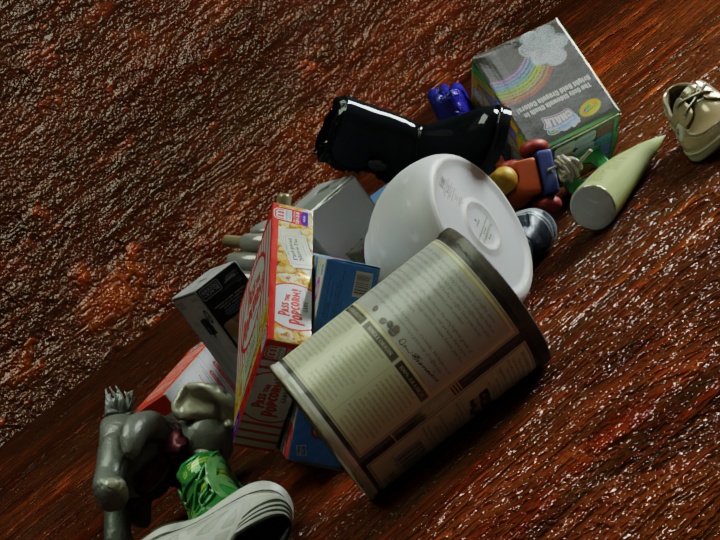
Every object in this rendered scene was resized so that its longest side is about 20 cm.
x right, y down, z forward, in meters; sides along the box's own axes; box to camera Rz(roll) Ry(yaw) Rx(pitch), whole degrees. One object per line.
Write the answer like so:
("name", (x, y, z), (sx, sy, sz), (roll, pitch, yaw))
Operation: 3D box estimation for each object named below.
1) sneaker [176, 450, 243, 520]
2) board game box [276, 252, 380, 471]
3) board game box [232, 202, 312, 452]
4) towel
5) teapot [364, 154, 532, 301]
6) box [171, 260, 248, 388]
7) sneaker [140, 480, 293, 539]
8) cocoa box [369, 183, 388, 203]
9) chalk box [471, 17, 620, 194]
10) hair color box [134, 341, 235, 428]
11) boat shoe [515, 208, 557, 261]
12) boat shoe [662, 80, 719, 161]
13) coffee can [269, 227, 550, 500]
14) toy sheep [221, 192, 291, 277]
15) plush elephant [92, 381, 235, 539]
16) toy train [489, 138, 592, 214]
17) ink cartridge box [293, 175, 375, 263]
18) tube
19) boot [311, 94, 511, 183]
("sneaker", (-0.150, 0.227, 1.555), (0.074, 0.084, 0.200), (-37, 9, -7))
("board game box", (-0.043, 0.085, 1.593), (0.196, 0.056, 0.201), (-169, 90, -79))
("board game box", (-0.086, 0.055, 1.572), (0.200, 0.046, 0.152), (-92, 17, -49))
("towel", (0.146, -0.136, 1.930), (0.049, 0.201, 0.148), (-26, 11, 2))
("teapot", (0.072, -0.011, 1.617), (0.146, 0.198, 0.200), (-31, -21, 31))
("box", (-0.121, 0.091, 1.776), (0.060, 0.200, 0.117), (-37, 7, -19))
("sneaker", (-0.146, 0.260, 1.387), (0.200, 0.076, 0.115), (-34, 7, -3))
("cocoa box", (0.075, -0.046, 1.947), (0.131, 0.134, 0.200), (-36, 8, 10))
("chalk box", (0.233, -0.177, 1.908), (0.124, 0.201, 0.124), (-25, -23, -7))
("hair color box", (-0.206, 0.167, 2.030), (0.061, 0.102, 0.200), (-33, 8, 26))
("boat shoe", (0.122, -0.008, 1.762), (0.200, 0.071, 0.091), (-27, 9, 38))
("boat shoe", (0.362, -0.166, 1.685), (0.072, 0.065, 0.200), (-35, 9, 8))
("coffee can", (0.043, 0.080, 1.367), (0.200, 0.147, 0.146), (-37, 9, -6))
("toy sheep", (-0.105, 0.008, 1.879), (0.137, 0.201, 0.138), (2, 3, 0))
("plush elephant", (-0.206, 0.209, 1.729), (0.154, 0.165, 0.201), (-2, 46, -4))
("toy train", (0.166, -0.100, 1.758), (0.115, 0.085, 0.200), (-8, -13, -18))
("ink cartridge box", (0.000, 0.000, 1.775), (0.085, 0.200, 0.144), (-38, 9, -16))
("tube", (0.284, -0.102, 1.735), (0.058, 0.052, 0.200), (13, 26, 19))
("boot", (0.050, -0.143, 1.696), (0.200, 0.167, 0.077), (142, 143, -62))
